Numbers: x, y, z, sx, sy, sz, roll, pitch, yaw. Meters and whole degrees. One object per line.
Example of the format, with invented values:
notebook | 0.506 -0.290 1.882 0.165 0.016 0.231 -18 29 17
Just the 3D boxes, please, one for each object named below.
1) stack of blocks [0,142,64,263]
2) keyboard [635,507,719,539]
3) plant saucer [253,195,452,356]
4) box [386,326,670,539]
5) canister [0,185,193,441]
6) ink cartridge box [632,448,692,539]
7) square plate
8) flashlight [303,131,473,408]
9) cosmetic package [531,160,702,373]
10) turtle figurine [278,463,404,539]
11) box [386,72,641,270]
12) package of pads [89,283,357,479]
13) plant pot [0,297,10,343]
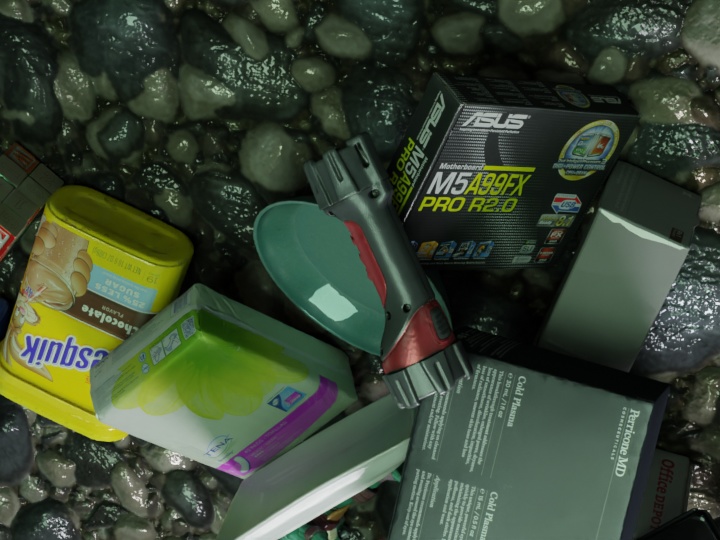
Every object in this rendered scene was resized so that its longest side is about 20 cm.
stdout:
stack of blocks | -0.349 -0.018 1.510 0.058 0.200 0.115 39 121 -8
keyboard | 0.236 0.281 1.428 0.200 0.040 0.105 -36 79 29
plant saucer | 0.000 0.000 1.475 0.199 0.036 0.201 26 151 16
box | 0.132 0.168 1.366 0.181 0.104 0.202 16 99 16
canister | -0.247 0.038 1.577 0.148 0.087 0.201 25 119 3
ink cartridge box | 0.182 0.209 1.502 0.198 0.146 0.088 13 119 9
square plate | -0.028 0.171 1.474 0.199 0.198 0.029 -31 97 9
flashlight | 0.016 0.002 1.294 0.067 0.068 0.201 -26 91 -10
cosmetic package | 0.205 0.023 1.426 0.090 0.107 0.201 22 118 6
turtle figurine | -0.029 0.231 1.578 0.200 0.150 0.101 -43 103 16
box | 0.110 -0.075 1.364 0.044 0.199 0.161 52 128 36
package of pads | -0.125 0.104 1.535 0.154 0.069 0.199 -37 135 27
plant pot | -0.459 0.125 1.621 0.198 0.200 0.181 15 125 7
